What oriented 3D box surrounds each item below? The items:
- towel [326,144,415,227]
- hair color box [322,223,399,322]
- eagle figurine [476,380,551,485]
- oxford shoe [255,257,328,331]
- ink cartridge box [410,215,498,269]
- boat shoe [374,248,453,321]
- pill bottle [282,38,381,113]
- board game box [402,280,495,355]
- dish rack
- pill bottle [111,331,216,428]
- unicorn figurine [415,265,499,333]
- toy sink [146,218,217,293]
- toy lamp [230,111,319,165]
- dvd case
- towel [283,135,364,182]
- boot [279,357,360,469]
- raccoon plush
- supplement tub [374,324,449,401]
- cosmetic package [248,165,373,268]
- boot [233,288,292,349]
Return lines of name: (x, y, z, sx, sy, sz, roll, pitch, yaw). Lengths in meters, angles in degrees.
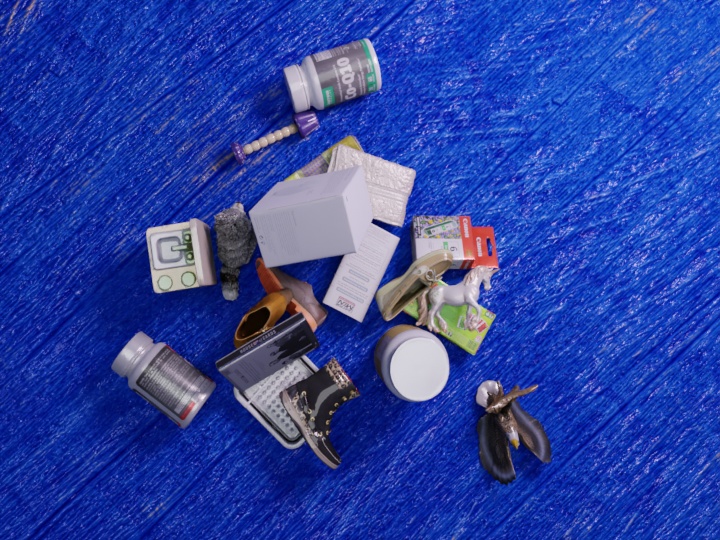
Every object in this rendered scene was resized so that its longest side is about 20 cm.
towel: (0.017, -0.187, 1.431, 0.195, 0.034, 0.136, 16, 90, -6)
hair color box: (0.000, 0.000, 1.437, 0.097, 0.061, 0.204, 26, 87, -5)
eagle figurine: (0.333, 0.357, 1.453, 0.149, 0.152, 0.203, 0, 127, 32)
oxford shoe: (-0.152, 0.044, 1.429, 0.073, 0.071, 0.201, -40, 91, -32)
ink cartridge box: (0.212, -0.063, 1.444, 0.194, 0.051, 0.112, 0, 64, -6)
boat shoe: (0.120, 0.031, 1.385, 0.198, 0.073, 0.064, -34, 53, 15)
pill bottle: (-0.062, -0.417, 1.406, 0.195, 0.113, 0.116, -19, 92, -5)
board game box: (0.193, 0.093, 1.462, 0.197, 0.048, 0.103, 32, 86, -5)
dish rack: (-0.161, 0.267, 1.428, 0.172, 0.044, 0.200, -45, 94, -5)
pill bottle: (-0.413, 0.227, 1.368, 0.199, 0.114, 0.115, 39, 86, -4)
unicorn figurine: (0.216, 0.061, 1.401, 0.194, 0.074, 0.141, -2, 79, 0)
toy sink: (-0.367, -0.026, 1.331, 0.109, 0.200, 0.134, -9, 91, -6)
toy lamp: (-0.185, -0.293, 1.423, 0.196, 0.058, 0.059, -23, 92, -3)
dvd case: (-0.185, 0.171, 1.335, 0.197, 0.151, 0.025, -30, 63, -6)
towel: (-0.058, -0.195, 1.451, 0.197, 0.023, 0.146, -32, 94, -5)
boot: (-0.064, 0.302, 1.385, 0.149, 0.073, 0.202, -36, 89, -5)
raccoon plush: (-0.262, -0.040, 1.373, 0.094, 0.134, 0.206, -7, 90, -7)
supplement tub: (0.107, 0.194, 1.376, 0.141, 0.200, 0.150, 0, 90, -6)
cosmetic package: (-0.091, -0.112, 1.320, 0.195, 0.200, 0.126, -10, 112, 16)
boot: (-0.227, 0.118, 1.344, 0.071, 0.144, 0.201, 45, 113, 2)
